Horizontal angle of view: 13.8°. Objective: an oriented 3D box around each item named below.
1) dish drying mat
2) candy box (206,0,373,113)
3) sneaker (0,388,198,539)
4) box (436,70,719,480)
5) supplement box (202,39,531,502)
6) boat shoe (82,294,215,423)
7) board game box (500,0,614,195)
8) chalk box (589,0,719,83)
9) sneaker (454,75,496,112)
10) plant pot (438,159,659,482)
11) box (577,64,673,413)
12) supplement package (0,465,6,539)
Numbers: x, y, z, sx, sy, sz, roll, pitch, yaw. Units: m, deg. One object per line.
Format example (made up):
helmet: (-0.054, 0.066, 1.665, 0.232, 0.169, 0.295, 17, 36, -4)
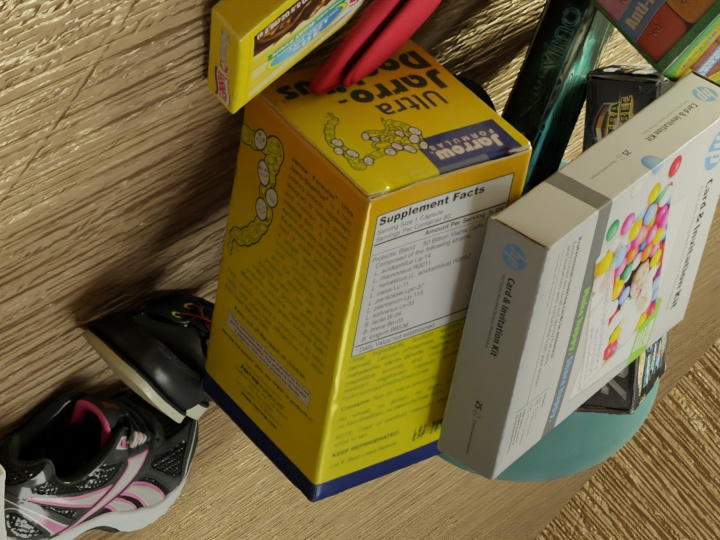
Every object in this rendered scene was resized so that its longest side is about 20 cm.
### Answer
dish drying mat: (0.045, -0.154, 1.438, 0.077, 0.018, 0.200, -36, 171, -43)
candy box: (0.009, -0.158, 1.413, 0.200, 0.026, 0.102, -40, 172, -13)
sneaker: (-0.152, 0.106, 1.722, 0.200, 0.080, 0.087, -36, 158, -55)
box: (0.124, 0.001, 1.582, 0.200, 0.041, 0.157, -36, 147, -45)
supplement box: (0.000, 0.000, 1.548, 0.108, 0.109, 0.201, -18, 135, -34)
boat shoe: (-0.103, 0.043, 1.658, 0.063, 0.074, 0.201, -46, 172, 3)
board game box: (0.112, -0.102, 1.785, 0.200, 0.028, 0.136, -16, 128, -80)
chalk box: (0.175, -0.185, 1.627, 0.125, 0.124, 0.200, -45, 168, 10)
sneaker: (0.024, -0.074, 1.663, 0.200, 0.070, 0.082, -33, 168, -45)
plant pot: (0.114, 0.017, 2.019, 0.200, 0.200, 0.161, -38, 156, -23)
box: (0.162, -0.024, 1.816, 0.198, 0.049, 0.201, -26, 119, -77)
supplement package: (-0.265, 0.125, 1.306, 0.200, 0.110, 0.114, -38, 168, -19)
